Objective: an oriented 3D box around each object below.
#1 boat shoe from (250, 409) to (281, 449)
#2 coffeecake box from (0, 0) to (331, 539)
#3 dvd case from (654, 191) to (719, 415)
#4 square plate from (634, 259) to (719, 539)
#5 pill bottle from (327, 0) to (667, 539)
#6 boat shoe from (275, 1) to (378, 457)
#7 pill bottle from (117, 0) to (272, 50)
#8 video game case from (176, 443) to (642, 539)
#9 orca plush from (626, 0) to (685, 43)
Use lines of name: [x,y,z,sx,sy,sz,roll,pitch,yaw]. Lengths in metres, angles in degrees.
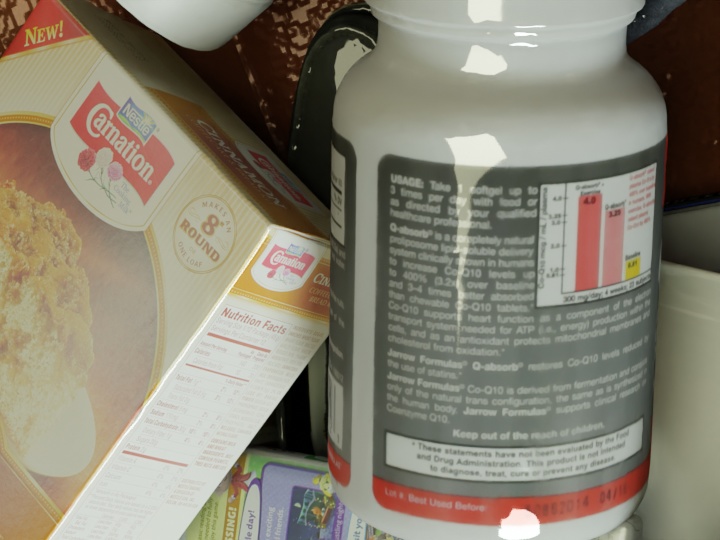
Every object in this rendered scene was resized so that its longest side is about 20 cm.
boat shoe: [-0.120,0.082,0.998,0.199,0.072,0.077,-22,79,16]
coffeecake box: [-0.112,0.023,0.916,0.154,0.073,0.201,45,105,33]
dvd case: [0.163,0.042,0.902,0.198,0.025,0.152,-10,99,22]
square plate: [0.146,0.101,0.844,0.199,0.028,0.200,11,101,51]
pill bottle: [0.047,-0.016,0.829,0.115,0.116,0.202,7,108,18]
boat shoe: [0.003,0.000,0.932,0.073,0.063,0.203,3,102,22]
pill bottle: [-0.012,-0.176,0.867,0.200,0.114,0.114,-38,88,23]
video game case: [0.004,0.175,0.903,0.181,0.022,0.202,8,92,20]
orca plush: [0.107,-0.150,0.834,0.071,0.106,0.200,22,146,-25]
